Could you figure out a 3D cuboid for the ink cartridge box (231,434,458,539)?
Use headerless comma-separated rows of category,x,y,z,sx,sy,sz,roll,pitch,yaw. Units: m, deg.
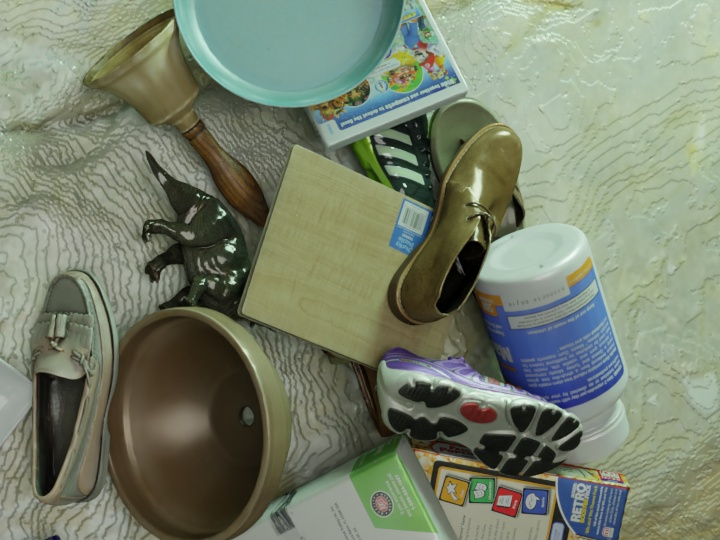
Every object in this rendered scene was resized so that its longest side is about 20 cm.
ink cartridge box,-0.020,0.255,1.422,0.199,0.084,0.147,-27,93,9

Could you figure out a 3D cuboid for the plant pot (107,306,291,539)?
plant pot,-0.123,0.130,1.405,0.092,0.199,0.203,-4,89,-51

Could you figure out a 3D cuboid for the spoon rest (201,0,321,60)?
spoon rest,-0.056,-0.266,1.442,0.099,0.061,0.200,41,71,8

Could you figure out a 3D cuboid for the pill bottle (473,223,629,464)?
pill bottle,0.177,0.070,1.483,0.111,0.112,0.202,-25,112,-13

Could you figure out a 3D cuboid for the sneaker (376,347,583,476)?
sneaker,0.105,0.111,1.417,0.199,0.084,0.081,23,119,-21

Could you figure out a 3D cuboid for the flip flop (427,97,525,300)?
flip flop,0.117,-0.062,1.512,0.080,0.058,0.202,-12,92,-14

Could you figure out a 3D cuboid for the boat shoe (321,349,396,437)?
boat shoe,0.002,0.058,1.473,0.073,0.076,0.201,-29,95,-10

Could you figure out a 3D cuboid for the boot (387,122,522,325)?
boot,0.100,-0.041,1.424,0.073,0.075,0.201,35,72,-22

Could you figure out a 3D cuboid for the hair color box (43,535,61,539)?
hair color box,-0.326,0.316,1.388,0.198,0.065,0.110,-22,93,-12

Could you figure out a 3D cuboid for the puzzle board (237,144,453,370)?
puzzle board,0.000,0.000,1.417,0.199,0.017,0.152,23,77,-28

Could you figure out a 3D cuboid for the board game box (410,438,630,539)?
board game box,0.129,0.243,1.477,0.198,0.046,0.153,11,98,-1

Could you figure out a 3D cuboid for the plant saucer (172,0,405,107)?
plant saucer,-0.061,-0.236,1.404,0.198,0.027,0.203,0,85,-1

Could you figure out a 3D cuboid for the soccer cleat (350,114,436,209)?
soccer cleat,0.039,-0.099,1.491,0.081,0.067,0.201,-31,93,-14

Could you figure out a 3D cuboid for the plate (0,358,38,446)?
plate,-0.403,0.123,1.370,0.200,0.032,0.200,41,80,-26

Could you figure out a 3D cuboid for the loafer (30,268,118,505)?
loafer,-0.250,0.100,1.400,0.071,0.063,0.202,0,91,26

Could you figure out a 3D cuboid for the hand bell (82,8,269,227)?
hand bell,-0.143,-0.119,1.448,0.104,0.104,0.201,-41,111,-12

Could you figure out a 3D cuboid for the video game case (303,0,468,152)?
video game case,-0.009,-0.219,1.473,0.142,0.018,0.201,-22,75,-13

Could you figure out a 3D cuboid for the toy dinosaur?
toy dinosaur,-0.136,-0.014,1.450,0.102,0.077,0.201,-26,82,-33
